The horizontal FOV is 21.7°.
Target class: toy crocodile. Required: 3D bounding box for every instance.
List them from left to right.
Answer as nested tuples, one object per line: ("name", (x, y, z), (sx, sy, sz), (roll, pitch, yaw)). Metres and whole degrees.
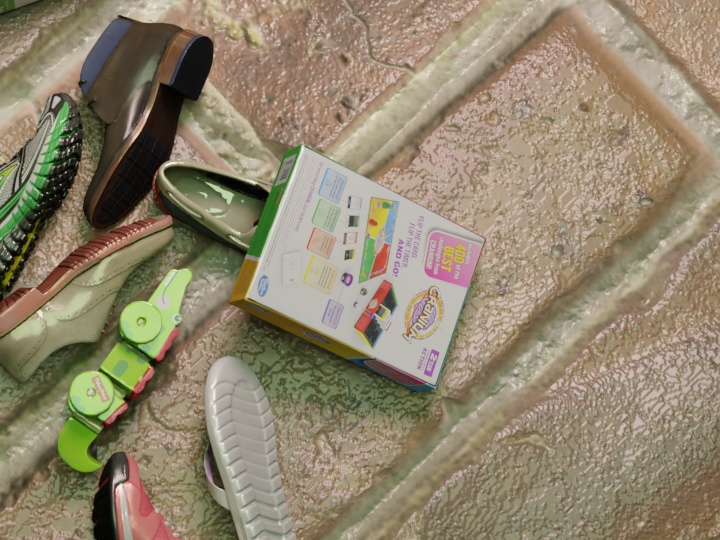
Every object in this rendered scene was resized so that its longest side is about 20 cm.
("toy crocodile", (-0.203, 0.084, 1.644), (0.062, 0.068, 0.200), (34, 76, -4))

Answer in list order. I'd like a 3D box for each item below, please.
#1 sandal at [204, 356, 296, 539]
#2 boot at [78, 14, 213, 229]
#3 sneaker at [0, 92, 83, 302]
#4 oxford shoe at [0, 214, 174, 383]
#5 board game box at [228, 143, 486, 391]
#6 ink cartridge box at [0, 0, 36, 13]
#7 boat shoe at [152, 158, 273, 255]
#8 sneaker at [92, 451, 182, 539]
("sandal", (-0.108, 0.176, 1.639), (0.050, 0.082, 0.203), (-20, 77, 32))
("boot", (-0.219, -0.139, 1.714), (0.097, 0.075, 0.200), (25, 81, 25))
("sneaker", (-0.311, -0.071, 1.649), (0.085, 0.078, 0.200), (31, 89, 6))
("oxford shoe", (-0.241, 0.022, 1.664), (0.200, 0.071, 0.074), (-34, 103, -12))
("board game box", (0.000, 0.000, 1.675), (0.200, 0.040, 0.153), (27, 72, -20))
("ink cartridge box", (-0.295, -0.334, 1.732), (0.200, 0.088, 0.145), (-23, 80, -11))
("boat shoe", (-0.093, -0.049, 1.697), (0.200, 0.063, 0.071), (22, 71, -3))
("sneaker", (-0.173, 0.251, 1.612), (0.087, 0.074, 0.200), (-9, 80, -24))
